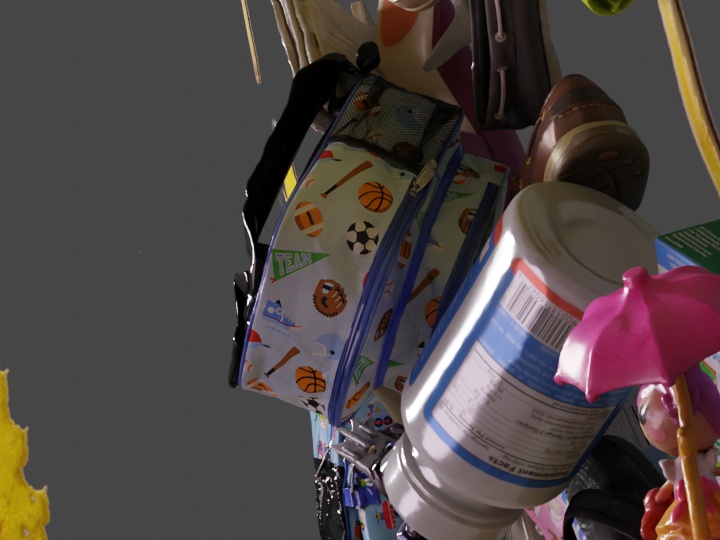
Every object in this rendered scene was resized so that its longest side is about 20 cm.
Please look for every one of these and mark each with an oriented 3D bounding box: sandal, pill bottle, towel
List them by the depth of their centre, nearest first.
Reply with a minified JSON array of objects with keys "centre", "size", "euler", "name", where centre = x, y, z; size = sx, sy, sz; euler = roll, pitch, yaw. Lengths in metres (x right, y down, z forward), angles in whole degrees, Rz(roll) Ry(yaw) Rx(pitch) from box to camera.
[{"centre":[0.148,0.155,0.954],"size":[0.201,0.047,0.076],"euler":[-124,37,-56],"name":"sandal"},{"centre":[0.089,0.060,0.980],"size":[0.201,0.111,0.113],"euler":[-61,37,34],"name":"pill bottle"},{"centre":[0.018,-0.115,1.238],"size":[0.199,0.034,0.133],"euler":[30,-147,-40],"name":"towel"}]

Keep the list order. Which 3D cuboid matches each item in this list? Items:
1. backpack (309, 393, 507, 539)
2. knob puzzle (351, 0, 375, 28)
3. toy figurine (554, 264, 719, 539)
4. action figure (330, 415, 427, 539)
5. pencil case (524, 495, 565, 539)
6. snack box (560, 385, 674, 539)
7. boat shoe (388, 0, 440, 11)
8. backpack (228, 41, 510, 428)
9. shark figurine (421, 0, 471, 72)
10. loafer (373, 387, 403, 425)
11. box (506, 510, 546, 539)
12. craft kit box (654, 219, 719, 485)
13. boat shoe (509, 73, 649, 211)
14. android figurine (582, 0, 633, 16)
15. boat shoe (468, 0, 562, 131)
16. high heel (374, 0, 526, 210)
[{"centre":[0.051,0.131,1.381],"size":[0.134,0.181,0.202],"euler":[-167,71,-76],"name":"backpack"},{"centre":[0.043,-0.087,1.379],"size":[0.220,0.030,0.222],"euler":[-15,-90,-82],"name":"knob puzzle"},{"centre":[0.150,0.092,0.776],"size":[0.200,0.149,0.186],"euler":[40,-138,-63],"name":"toy figurine"},{"centre":[0.045,0.157,1.207],"size":[0.130,0.069,0.201],"euler":[41,162,30],"name":"action figure"},{"centre":[0.169,0.204,1.088],"size":[0.087,0.082,0.201],"euler":[93,159,-59],"name":"pencil case"},{"centre":[0.163,0.146,1.056],"size":[0.024,0.071,0.201],"euler":[101,153,-57],"name":"snack box"},{"centre":[0.038,-0.234,1.053],"size":[0.072,0.064,0.201],"euler":[55,146,26],"name":"boat shoe"},{"centre":[0.000,0.000,1.082],"size":[0.191,0.153,0.201],"euler":[-52,-22,-44],"name":"backpack"},{"centre":[0.031,-0.243,1.175],"size":[0.128,0.089,0.217],"euler":[-149,47,-78],"name":"shark figurine"},{"centre":[0.063,0.113,1.270],"size":[0.199,0.070,0.075],"euler":[33,177,-20],"name":"loafer"},{"centre":[0.122,0.101,1.201],"size":[0.068,0.081,0.202],"euler":[153,103,-81],"name":"box"},{"centre":[0.208,0.097,0.829],"size":[0.200,0.048,0.200],"euler":[-130,29,-68],"name":"craft kit box"},{"centre":[0.122,-0.033,1.047],"size":[0.201,0.071,0.068],"euler":[98,160,-51],"name":"boat shoe"},{"centre":[0.112,-0.226,0.888],"size":[0.200,0.041,0.183],"euler":[-121,18,-52],"name":"android figurine"},{"centre":[0.078,-0.161,1.028],"size":[0.067,0.056,0.201],"euler":[-103,-4,-50],"name":"boat shoe"},{"centre":[0.070,-0.130,1.216],"size":[0.067,0.095,0.202],"euler":[-41,49,36],"name":"high heel"}]
